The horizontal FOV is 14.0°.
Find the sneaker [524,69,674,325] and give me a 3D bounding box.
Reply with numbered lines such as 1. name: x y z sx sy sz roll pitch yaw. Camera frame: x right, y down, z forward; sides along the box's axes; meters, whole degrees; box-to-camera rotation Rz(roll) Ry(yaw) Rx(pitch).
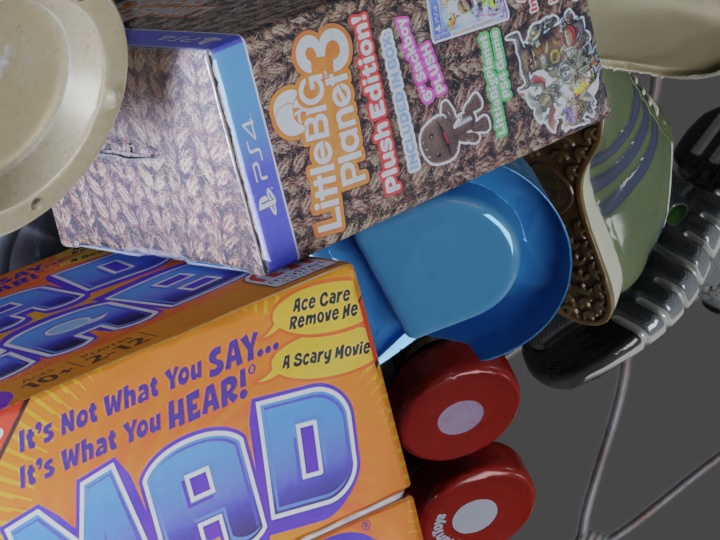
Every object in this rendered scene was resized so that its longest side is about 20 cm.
1. sneaker: 0.123 -0.075 1.542 0.090 0.067 0.201 -46 139 -39

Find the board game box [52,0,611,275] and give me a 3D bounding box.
1. board game box: -0.022 -0.083 1.274 0.199 0.159 0.097 -25 110 -33

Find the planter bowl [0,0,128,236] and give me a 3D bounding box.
1. planter bowl: -0.175 -0.092 1.141 0.200 0.135 0.201 -27 135 -30

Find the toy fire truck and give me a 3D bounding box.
1. toy fire truck: -0.011 0.076 1.486 0.167 0.112 0.201 -20 138 -7

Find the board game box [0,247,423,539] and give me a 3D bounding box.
1. board game box: -0.111 0.115 1.228 0.199 0.200 0.201 -23 107 -29

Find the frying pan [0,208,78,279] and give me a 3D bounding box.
1. frying pan: -0.116 -0.006 1.365 0.115 0.031 0.190 -55 140 4

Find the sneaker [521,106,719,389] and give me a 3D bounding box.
1. sneaker: 0.179 0.011 1.654 0.200 0.075 0.116 -46 145 -11

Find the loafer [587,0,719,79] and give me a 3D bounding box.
1. loafer: 0.103 -0.129 1.399 0.199 0.069 0.076 16 133 -19

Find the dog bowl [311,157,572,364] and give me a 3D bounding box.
1. dog bowl: 0.000 0.000 1.360 0.199 0.050 0.112 -22 120 13
